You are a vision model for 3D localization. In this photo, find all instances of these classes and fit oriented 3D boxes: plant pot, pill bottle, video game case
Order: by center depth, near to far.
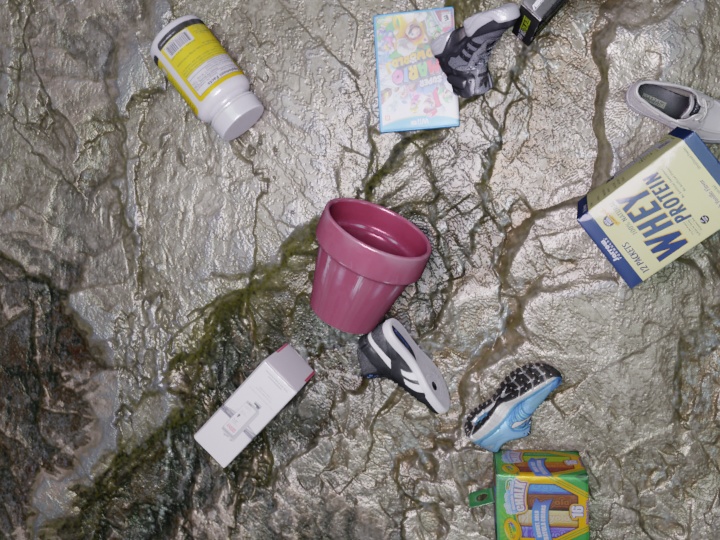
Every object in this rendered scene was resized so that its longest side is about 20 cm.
[{"bbox_3d":[0.000,0.000,1.193,0.198,0.200,0.181,27,115,5],"label":"plant pot"},{"bbox_3d":[0.098,-0.349,1.216,0.141,0.018,0.203,-3,96,9],"label":"video game case"},{"bbox_3d":[-0.269,-0.337,1.228,0.114,0.114,0.201,-38,89,11],"label":"pill bottle"}]

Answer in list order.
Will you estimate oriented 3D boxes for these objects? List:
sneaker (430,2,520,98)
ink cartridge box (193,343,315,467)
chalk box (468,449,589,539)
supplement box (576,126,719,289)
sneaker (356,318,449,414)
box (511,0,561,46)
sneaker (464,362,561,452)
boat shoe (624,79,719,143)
[{"bbox_3d":[0.196,-0.346,1.111,0.075,0.199,0.115,-27,101,-25],"label":"sneaker"},{"bbox_3d":[-0.190,0.241,1.261,0.083,0.146,0.200,44,102,2],"label":"ink cartridge box"},{"bbox_3d":[0.289,0.392,1.211,0.197,0.125,0.126,-1,96,8],"label":"chalk box"},{"bbox_3d":[0.458,-0.103,1.078,0.199,0.200,0.135,-39,89,22],"label":"supplement box"},{"bbox_3d":[0.070,0.188,1.261,0.111,0.073,0.201,-30,100,30],"label":"sneaker"},{"bbox_3d":[0.323,-0.458,1.079,0.047,0.193,0.200,41,102,0],"label":"box"},{"bbox_3d":[0.281,0.247,1.235,0.090,0.079,0.200,42,105,-17],"label":"sneaker"},{"bbox_3d":[0.535,-0.264,1.129,0.198,0.066,0.073,26,99,6],"label":"boat shoe"}]
